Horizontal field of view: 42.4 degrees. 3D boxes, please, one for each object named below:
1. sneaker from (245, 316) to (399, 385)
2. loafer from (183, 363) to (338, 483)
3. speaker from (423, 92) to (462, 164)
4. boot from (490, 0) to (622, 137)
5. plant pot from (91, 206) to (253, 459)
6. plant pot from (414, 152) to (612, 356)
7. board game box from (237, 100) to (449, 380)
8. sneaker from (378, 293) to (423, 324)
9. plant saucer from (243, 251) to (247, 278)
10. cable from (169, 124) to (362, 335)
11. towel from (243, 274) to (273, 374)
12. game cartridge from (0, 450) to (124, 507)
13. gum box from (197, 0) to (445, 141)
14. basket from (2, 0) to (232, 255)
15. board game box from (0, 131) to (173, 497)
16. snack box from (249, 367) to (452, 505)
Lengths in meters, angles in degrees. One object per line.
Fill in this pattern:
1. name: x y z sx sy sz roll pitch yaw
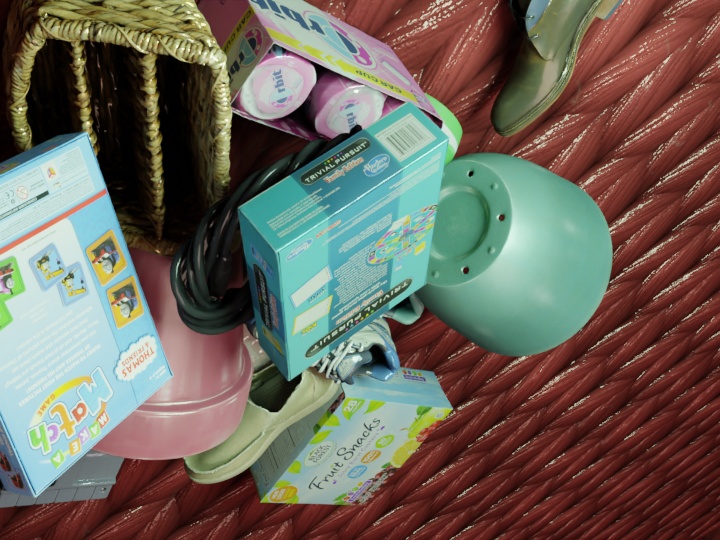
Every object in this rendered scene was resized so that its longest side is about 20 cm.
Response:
1. sneaker: -0.029 0.071 0.955 0.199 0.085 0.077 15 123 -43
2. loafer: -0.117 0.150 0.999 0.200 0.076 0.068 -39 141 0
3. speaker: 0.011 -0.068 0.856 0.201 0.088 0.089 -55 144 -12
4. boot: 0.158 -0.224 0.859 0.096 0.075 0.201 20 114 -31
5. plant pot: -0.186 0.039 0.837 0.199 0.200 0.180 -1 119 -33
6. plant pot: 0.130 -0.027 0.933 0.200 0.201 0.161 -43 146 17
7. board game box: -0.012 -0.015 0.707 0.151 0.047 0.200 -34 156 -20
8. sneaker: 0.000 0.000 0.939 0.199 0.087 0.078 21 120 -45
9. plant saucer: -0.034 -0.013 0.996 0.199 0.027 0.201 -18 141 -16
10. cable: -0.065 -0.036 0.715 0.163 0.051 0.200 -1 135 -55
11. towel: -0.095 0.086 1.021 0.190 0.032 0.200 16 123 -43
12. game cartridge: -0.302 0.177 0.972 0.129 0.038 0.201 0 134 -39
13. gum box: -0.031 -0.158 0.759 0.199 0.114 0.066 14 125 -43
14. basket: -0.183 -0.108 0.687 0.142 0.149 0.201 -13 141 -21
15. board game box: -0.215 0.026 0.636 0.151 0.036 0.201 -44 126 -51
16. snack box: -0.015 0.199 1.119 0.168 0.068 0.200 13 125 -38
